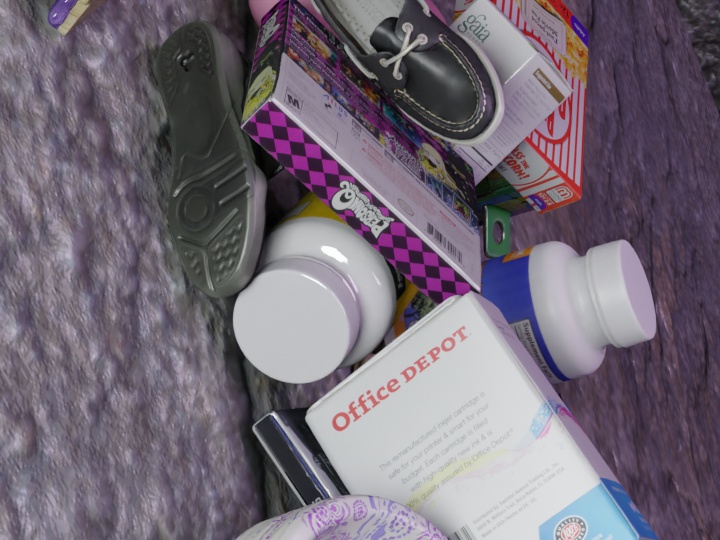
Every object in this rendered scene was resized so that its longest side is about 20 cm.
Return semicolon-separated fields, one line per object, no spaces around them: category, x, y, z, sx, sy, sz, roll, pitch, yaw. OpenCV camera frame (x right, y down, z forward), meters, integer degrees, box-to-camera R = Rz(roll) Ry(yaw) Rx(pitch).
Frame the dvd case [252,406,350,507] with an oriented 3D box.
dvd case;0.016;0.179;1.189;0.200;0.025;0.150;55;15;14

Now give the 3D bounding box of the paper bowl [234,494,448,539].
paper bowl;-0.017;0.240;1.017;0.201;0.104;0.201;23;56;-39

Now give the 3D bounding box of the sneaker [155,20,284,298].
sneaker;-0.079;-0.065;1.178;0.114;0.076;0.200;31;41;-50

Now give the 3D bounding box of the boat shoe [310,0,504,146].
boat shoe;0.026;-0.168;1.230;0.200;0.074;0.060;55;20;25

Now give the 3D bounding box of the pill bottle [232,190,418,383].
pill bottle;-0.019;0.005;1.221;0.111;0.111;0.200;67;23;-13

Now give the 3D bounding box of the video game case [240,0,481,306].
video game case;0.005;-0.084;1.199;0.200;0.036;0.181;42;24;-21

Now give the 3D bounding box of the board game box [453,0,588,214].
board game box;0.139;-0.173;1.508;0.151;0.046;0.200;40;44;-37

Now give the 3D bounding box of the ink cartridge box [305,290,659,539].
ink cartridge box;0.079;0.136;1.139;0.200;0.144;0.085;56;12;19

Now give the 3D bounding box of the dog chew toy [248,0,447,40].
dog chew toy;-0.014;-0.194;1.381;0.200;0.124;0.125;32;45;-47

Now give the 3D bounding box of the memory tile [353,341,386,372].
memory tile;0.052;0.151;1.406;0.153;0.017;0.200;-24;97;-68

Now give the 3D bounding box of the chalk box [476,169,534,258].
chalk box;0.116;-0.110;1.610;0.124;0.124;0.200;10;65;-66

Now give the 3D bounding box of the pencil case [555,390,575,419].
pencil case;0.138;0.178;1.413;0.087;0.078;0.200;52;-18;35

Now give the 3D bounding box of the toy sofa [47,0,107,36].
toy sofa;-0.165;-0.236;1.118;0.083;0.098;0.200;42;28;-7

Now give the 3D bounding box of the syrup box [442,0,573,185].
syrup box;0.061;-0.110;1.354;0.079;0.200;0.081;51;10;33

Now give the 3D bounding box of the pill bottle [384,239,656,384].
pill bottle;0.128;0.041;1.382;0.112;0.200;0.112;49;31;-44
